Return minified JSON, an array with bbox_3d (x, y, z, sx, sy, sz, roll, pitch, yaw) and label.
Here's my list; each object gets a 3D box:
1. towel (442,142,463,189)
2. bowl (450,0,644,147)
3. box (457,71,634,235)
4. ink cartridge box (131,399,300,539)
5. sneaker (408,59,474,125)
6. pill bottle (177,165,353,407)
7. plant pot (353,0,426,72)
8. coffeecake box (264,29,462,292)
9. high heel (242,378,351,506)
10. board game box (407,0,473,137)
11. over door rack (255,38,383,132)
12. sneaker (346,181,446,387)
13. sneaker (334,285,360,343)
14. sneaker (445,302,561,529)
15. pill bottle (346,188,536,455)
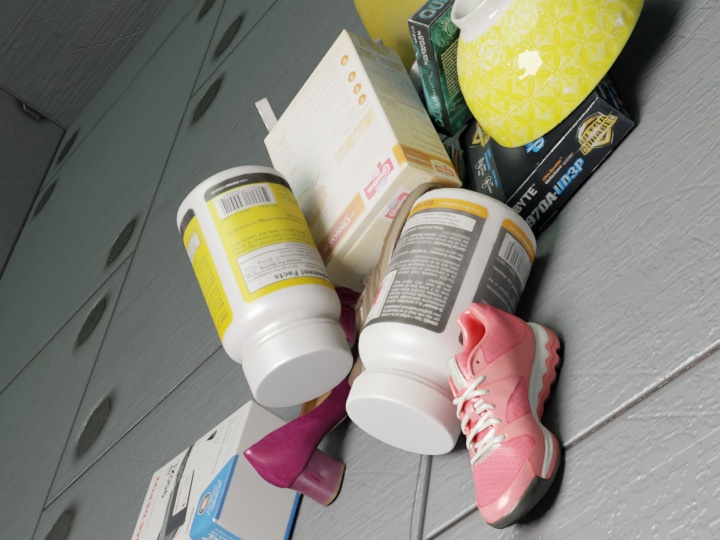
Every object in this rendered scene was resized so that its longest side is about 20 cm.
[{"bbox_3d":[0.055,-0.002,1.401,0.147,0.022,0.201,-39,43,42],"label":"towel"},{"bbox_3d":[0.144,-0.220,1.321,0.200,0.107,0.201,-47,21,25],"label":"bowl"},{"bbox_3d":[0.163,-0.126,1.359,0.159,0.046,0.200,-49,21,22],"label":"box"},{"bbox_3d":[-0.145,0.240,1.478,0.200,0.084,0.145,-39,26,43],"label":"ink cartridge box"},{"bbox_3d":[0.135,-0.217,1.534,0.200,0.088,0.081,-45,-25,-27],"label":"sneaker"},{"bbox_3d":[-0.085,0.015,1.356,0.114,0.114,0.201,-44,56,33],"label":"pill bottle"},{"bbox_3d":[0.067,-0.311,1.612,0.200,0.142,0.200,-50,-7,-8],"label":"plant pot"},{"bbox_3d":[-0.003,-0.105,1.439,0.154,0.073,0.201,-50,42,29],"label":"coffeecake box"},{"bbox_3d":[-0.056,0.127,1.421,0.067,0.096,0.201,-46,22,29],"label":"high heel"},{"bbox_3d":[0.125,-0.241,1.432,0.028,0.136,0.200,23,57,34],"label":"board game box"},{"bbox_3d":[-0.026,-0.169,1.604,0.147,0.067,0.200,-28,-5,1],"label":"over door rack"},{"bbox_3d":[0.026,0.015,1.346,0.075,0.070,0.202,12,84,55],"label":"sneaker"},{"bbox_3d":[0.000,0.000,1.524,0.088,0.073,0.201,102,167,-53],"label":"sneaker"},{"bbox_3d":[0.095,0.104,1.114,0.074,0.086,0.201,-44,24,35],"label":"sneaker"},{"bbox_3d":[0.065,0.042,1.235,0.116,0.116,0.201,-24,37,57],"label":"pill bottle"}]
